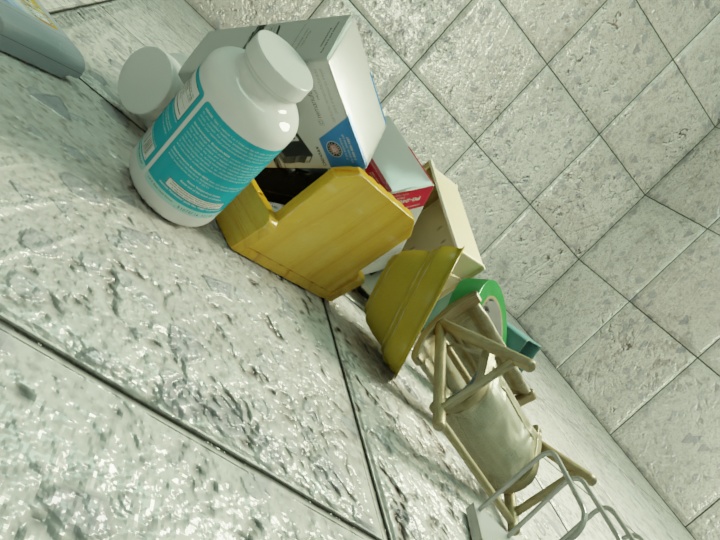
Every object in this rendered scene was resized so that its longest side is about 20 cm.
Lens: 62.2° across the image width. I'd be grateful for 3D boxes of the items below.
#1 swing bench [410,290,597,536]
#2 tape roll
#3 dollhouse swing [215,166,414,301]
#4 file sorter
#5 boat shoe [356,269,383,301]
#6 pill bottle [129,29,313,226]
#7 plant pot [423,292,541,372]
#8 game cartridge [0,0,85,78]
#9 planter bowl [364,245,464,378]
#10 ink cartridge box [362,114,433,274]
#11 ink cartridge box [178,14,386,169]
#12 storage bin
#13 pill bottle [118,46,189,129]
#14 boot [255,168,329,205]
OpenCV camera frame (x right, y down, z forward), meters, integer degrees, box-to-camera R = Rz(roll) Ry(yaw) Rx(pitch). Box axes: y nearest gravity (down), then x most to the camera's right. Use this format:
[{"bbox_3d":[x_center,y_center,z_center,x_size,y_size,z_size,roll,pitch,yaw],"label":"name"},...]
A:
[{"bbox_3d":[0.165,0.169,0.751,0.200,0.129,0.200,56,5,-21],"label":"swing bench"},{"bbox_3d":[0.193,0.116,0.994,0.047,0.205,0.200,4,-12,30],"label":"tape roll"},{"bbox_3d":[-0.061,-0.082,0.783,0.199,0.176,0.183,31,18,-48],"label":"dollhouse swing"},{"bbox_3d":[0.222,0.302,0.587,0.200,0.125,0.139,43,11,-7],"label":"file sorter"},{"bbox_3d":[0.000,0.000,1.023,0.201,0.070,0.064,52,-23,32],"label":"boat shoe"},{"bbox_3d":[-0.137,-0.142,0.599,0.110,0.199,0.112,35,34,-29],"label":"pill bottle"},{"bbox_3d":[0.223,0.134,1.171,0.200,0.142,0.141,42,9,29],"label":"plant pot"},{"bbox_3d":[-0.408,-0.305,0.663,0.200,0.041,0.133,49,7,14],"label":"game cartridge"},{"bbox_3d":[0.060,0.037,0.812,0.082,0.203,0.200,29,9,7],"label":"planter bowl"},{"bbox_3d":[0.016,-0.110,0.925,0.082,0.201,0.147,-16,61,-28],"label":"ink cartridge box"},{"bbox_3d":[-0.087,-0.198,0.693,0.196,0.085,0.146,5,-37,26],"label":"ink cartridge box"},{"bbox_3d":[0.101,-0.050,1.078,0.093,0.197,0.203,24,42,-41],"label":"storage bin"},{"bbox_3d":[-0.231,-0.225,0.823,0.113,0.113,0.199,48,11,18],"label":"pill bottle"},{"bbox_3d":[-0.111,-0.112,0.886,0.159,0.199,0.075,10,57,-19],"label":"boot"}]
